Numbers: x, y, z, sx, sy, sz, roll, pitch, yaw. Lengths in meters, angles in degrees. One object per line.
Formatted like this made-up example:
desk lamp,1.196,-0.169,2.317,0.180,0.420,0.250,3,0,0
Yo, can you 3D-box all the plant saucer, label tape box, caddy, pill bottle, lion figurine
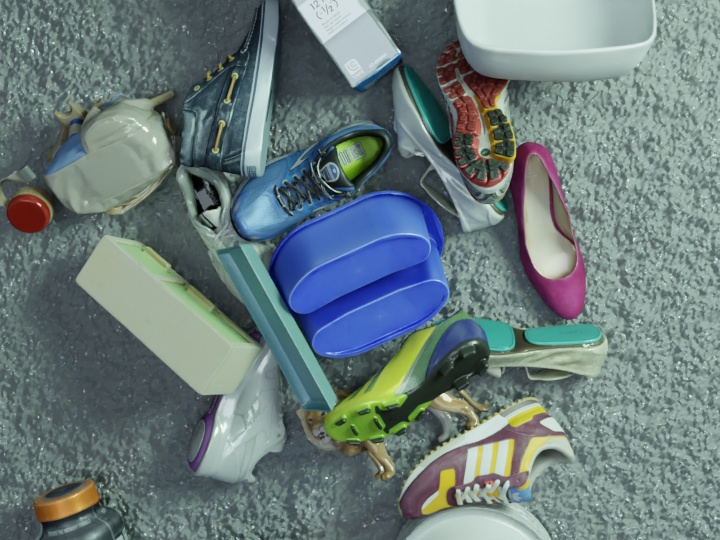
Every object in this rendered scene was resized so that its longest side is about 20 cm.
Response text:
plant saucer,-0.087,0.060,1.134,0.019,0.070,0.201,-34,102,-27
label tape box,-0.036,-0.283,1.106,0.066,0.143,0.201,-33,94,7
caddy,0.000,0.000,1.154,0.199,0.105,0.142,-24,127,2
pill bottle,-0.308,0.343,1.222,0.105,0.106,0.202,-16,96,5
lion figurine,0.037,0.156,1.204,0.199,0.072,0.123,-29,87,-7

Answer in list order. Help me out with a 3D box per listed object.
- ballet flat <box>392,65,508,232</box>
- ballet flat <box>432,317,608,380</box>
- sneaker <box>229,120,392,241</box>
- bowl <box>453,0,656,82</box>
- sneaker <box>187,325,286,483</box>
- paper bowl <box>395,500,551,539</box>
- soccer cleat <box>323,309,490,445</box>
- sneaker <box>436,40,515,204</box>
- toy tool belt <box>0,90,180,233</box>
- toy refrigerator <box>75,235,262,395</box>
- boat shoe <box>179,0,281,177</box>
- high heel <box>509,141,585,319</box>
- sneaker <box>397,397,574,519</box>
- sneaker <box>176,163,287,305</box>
ballet flat,0.080,-0.125,1.164,0.069,0.069,0.201,-36,95,7
ballet flat,0.172,0.093,1.183,0.198,0.068,0.063,3,118,5
sneaker,-0.051,-0.100,1.135,0.199,0.089,0.079,-35,98,-9
bowl,0.190,-0.267,1.095,0.198,0.075,0.201,1,54,1
sneaker,-0.118,0.147,1.214,0.099,0.075,0.201,24,96,-24
paper bowl,0.127,0.358,1.199,0.198,0.104,0.203,1,98,5
soccer cleat,0.047,0.115,1.142,0.199,0.084,0.065,-33,129,10
sneaker,0.120,-0.159,1.122,0.077,0.082,0.202,-2,61,7
toy tool belt,-0.289,-0.123,1.172,0.199,0.123,0.125,-27,122,15
toy refrigerator,-0.205,0.045,1.160,0.200,0.076,0.070,38,99,20
boat shoe,-0.135,-0.199,1.133,0.090,0.071,0.202,7,73,1
high heel,0.203,-0.039,1.146,0.067,0.096,0.202,-12,96,5
sneaker,0.136,0.221,1.160,0.199,0.075,0.090,-33,58,-9
sneaker,-0.145,-0.037,1.177,0.075,0.081,0.201,-30,96,5
